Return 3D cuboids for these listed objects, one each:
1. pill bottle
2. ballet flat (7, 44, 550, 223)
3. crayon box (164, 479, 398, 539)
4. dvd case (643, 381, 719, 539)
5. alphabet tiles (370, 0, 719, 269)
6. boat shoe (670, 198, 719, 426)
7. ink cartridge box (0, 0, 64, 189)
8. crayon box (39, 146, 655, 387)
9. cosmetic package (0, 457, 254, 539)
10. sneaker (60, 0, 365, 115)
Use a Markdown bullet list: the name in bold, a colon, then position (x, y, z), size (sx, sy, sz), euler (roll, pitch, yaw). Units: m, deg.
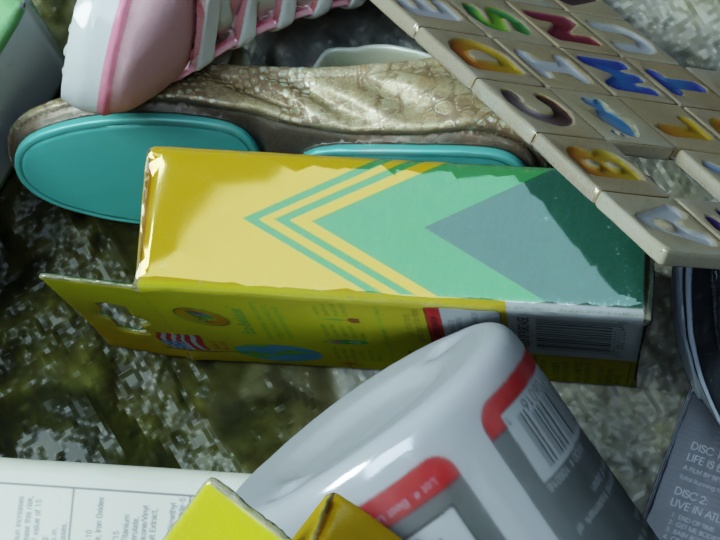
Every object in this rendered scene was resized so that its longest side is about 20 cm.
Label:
- **pill bottle**: position (0.056, 0.127, 0.740), size (0.114, 0.114, 0.200), euler (-35, 96, -3)
- **ballet flat**: position (-0.029, -0.054, 0.857), size (0.199, 0.071, 0.065), euler (4, 51, 3)
- **crayon box**: position (0.007, 0.156, 0.660), size (0.200, 0.051, 0.127), euler (37, 105, -2)
- **dvd case**: position (0.159, 0.142, 0.814), size (0.148, 0.016, 0.200), euler (20, 81, 10)
- **alphabet tiles**: position (0.097, -0.056, 0.787), size (0.200, 0.167, 0.008), euler (47, 122, 39)
- **boat shoe**: position (0.160, 0.062, 0.788), size (0.072, 0.068, 0.201), euler (-16, 76, 2)
- **ink cartridge box**: position (-0.234, -0.071, 0.858), size (0.200, 0.084, 0.146), euler (28, 81, 10)
- **crayon box**: position (0.000, 0.000, 0.801), size (0.199, 0.127, 0.051), euler (3, 77, 5)
- **cosmetic package**: position (-0.131, 0.118, 0.807), size (0.199, 0.087, 0.104), euler (5, 79, 5)
- **sneaker**: position (-0.024, -0.119, 0.830), size (0.104, 0.075, 0.200), euler (25, 52, 8)
